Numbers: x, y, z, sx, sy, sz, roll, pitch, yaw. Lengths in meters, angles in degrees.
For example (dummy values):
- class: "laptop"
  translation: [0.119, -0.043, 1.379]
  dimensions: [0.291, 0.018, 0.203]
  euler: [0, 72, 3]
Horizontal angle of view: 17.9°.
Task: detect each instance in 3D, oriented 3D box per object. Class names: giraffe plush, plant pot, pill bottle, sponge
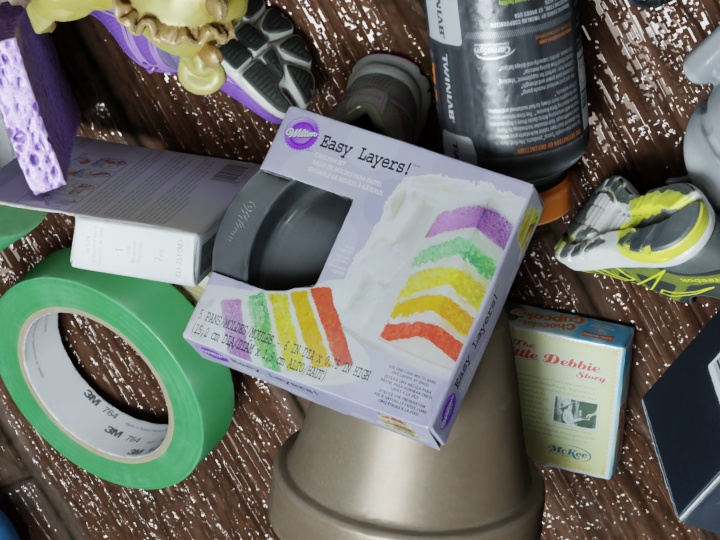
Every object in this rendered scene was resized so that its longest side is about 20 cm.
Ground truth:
- class: "giraffe plush"
  translation: [-0.138, -0.213, 1.529]
  dimensions: [0.162, 0.200, 0.173]
  euler: [27, 165, 19]
- class: "plant pot"
  translation: [0.038, 0.103, 1.622]
  dimensions: [0.200, 0.200, 0.175]
  euler: [11, 114, 16]
- class: "pill bottle"
  translation: [0.102, -0.132, 1.571]
  dimensions: [0.106, 0.106, 0.200]
  euler: [2, 115, 21]
- class: "sponge"
  translation: [-0.237, -0.135, 1.652]
  dimensions: [0.030, 0.200, 0.112]
  euler: [-18, 108, 1]

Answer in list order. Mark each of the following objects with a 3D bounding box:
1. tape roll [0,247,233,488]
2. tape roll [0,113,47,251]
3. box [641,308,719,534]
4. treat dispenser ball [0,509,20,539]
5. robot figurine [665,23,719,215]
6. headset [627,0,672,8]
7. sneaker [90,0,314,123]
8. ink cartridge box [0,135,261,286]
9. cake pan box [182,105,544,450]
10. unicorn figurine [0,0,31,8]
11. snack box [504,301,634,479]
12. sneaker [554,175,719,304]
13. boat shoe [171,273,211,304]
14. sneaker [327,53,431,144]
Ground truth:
- class: "tape roll"
  translation: [-0.195, 0.077, 1.789]
  dimensions: [0.200, 0.048, 0.201]
  euler: [20, 133, 24]
- class: "tape roll"
  translation: [-0.313, -0.104, 1.693]
  dimensions: [0.048, 0.200, 0.201]
  euler: [-30, 101, 31]
- class: "box"
  translation: [0.332, 0.090, 1.535]
  dimensions: [0.196, 0.124, 0.200]
  euler: [20, 126, -25]
- class: "treat dispenser ball"
  translation: [-0.375, 0.266, 1.900]
  dimensions: [0.200, 0.201, 0.201]
  euler: [9, 118, 17]
- class: "robot figurine"
  translation: [0.293, -0.100, 1.507]
  dimensions: [0.170, 0.113, 0.200]
  euler: [46, 122, 4]
- class: "headset"
  translation: [0.249, -0.235, 1.454]
  dimensions: [0.200, 0.123, 0.094]
  euler: [-42, 68, 9]
- class: "sneaker"
  translation: [-0.120, -0.169, 1.672]
  dimensions: [0.200, 0.081, 0.083]
  euler: [37, 136, 12]
- class: "ink cartridge box"
  translation: [-0.173, -0.047, 1.654]
  dimensions: [0.173, 0.200, 0.044]
  euler: [8, 108, 10]
- class: "cake pan box"
  translation: [0.000, 0.000, 1.537]
  dimensions: [0.200, 0.184, 0.052]
  euler: [21, 165, 21]
- class: "unicorn figurine"
  translation: [-0.229, -0.282, 1.619]
  dimensions: [0.137, 0.074, 0.200]
  euler: [8, 102, -14]
- class: "snack box"
  translation: [0.101, 0.080, 1.717]
  dimensions: [0.200, 0.037, 0.116]
  euler: [12, 120, 16]
- class: "sneaker"
  translation: [0.201, -0.011, 1.562]
  dimensions: [0.085, 0.200, 0.075]
  euler: [39, 83, -16]
- class: "boat shoe"
  translation: [-0.085, 0.019, 1.749]
  dimensions: [0.200, 0.072, 0.076]
  euler: [33, 137, 18]
- class: "sneaker"
  translation: [-0.003, -0.053, 1.650]
  dimensions: [0.081, 0.088, 0.200]
  euler: [9, 110, 17]
